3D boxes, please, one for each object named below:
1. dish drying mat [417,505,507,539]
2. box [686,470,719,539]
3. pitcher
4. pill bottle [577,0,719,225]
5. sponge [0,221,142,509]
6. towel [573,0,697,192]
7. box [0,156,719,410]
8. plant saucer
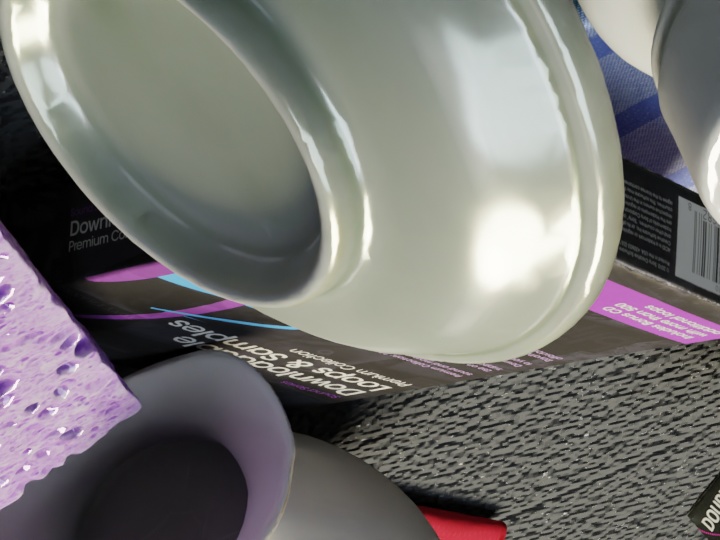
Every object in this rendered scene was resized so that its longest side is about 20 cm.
[{"bbox_3d":[-0.039,0.100,1.086,0.199,0.018,0.077,15,132,-40],"label":"dish drying mat"},{"bbox_3d":[0.234,0.057,1.000,0.124,0.149,0.200,-30,160,-40],"label":"box"},{"bbox_3d":[-0.064,0.106,0.971,0.170,0.122,0.200,-8,154,19],"label":"pitcher"},{"bbox_3d":[0.087,-0.111,0.649,0.113,0.201,0.114,-12,148,-8],"label":"pill bottle"},{"bbox_3d":[-0.133,0.027,0.785,0.111,0.030,0.200,-36,157,-3],"label":"sponge"},{"bbox_3d":[0.145,-0.062,0.857,0.199,0.024,0.147,-22,147,6],"label":"towel"},{"bbox_3d":[0.000,0.000,0.864,0.199,0.036,0.143,-10,158,42],"label":"box"},{"bbox_3d":[-0.031,-0.047,0.701,0.050,0.200,0.201,-43,160,-30],"label":"plant saucer"}]
